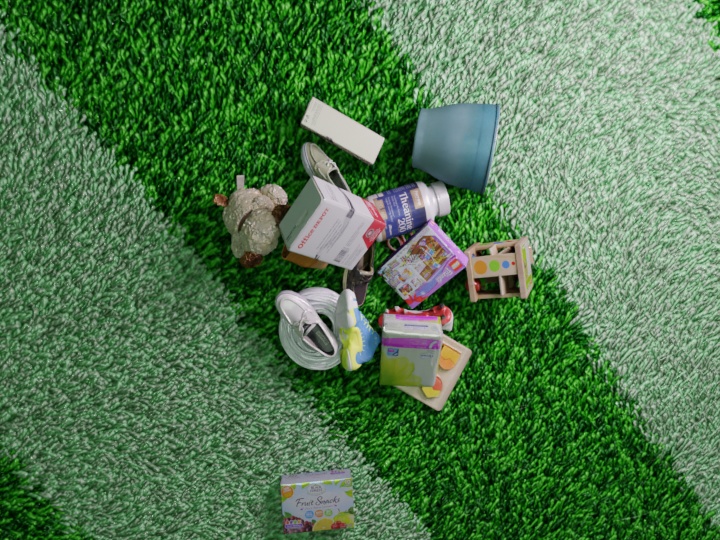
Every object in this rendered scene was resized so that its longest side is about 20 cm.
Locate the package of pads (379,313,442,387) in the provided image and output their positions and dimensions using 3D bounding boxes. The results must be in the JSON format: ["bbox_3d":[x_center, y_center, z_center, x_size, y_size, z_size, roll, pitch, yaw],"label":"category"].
[{"bbox_3d":[0.124,0.200,1.303,0.148,0.069,0.205,3,129,1],"label":"package of pads"}]

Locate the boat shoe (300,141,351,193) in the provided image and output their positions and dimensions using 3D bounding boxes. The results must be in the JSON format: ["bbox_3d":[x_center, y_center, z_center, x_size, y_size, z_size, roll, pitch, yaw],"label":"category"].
[{"bbox_3d":[-0.074,-0.227,1.246,0.062,0.071,0.204,-41,75,44],"label":"boat shoe"}]

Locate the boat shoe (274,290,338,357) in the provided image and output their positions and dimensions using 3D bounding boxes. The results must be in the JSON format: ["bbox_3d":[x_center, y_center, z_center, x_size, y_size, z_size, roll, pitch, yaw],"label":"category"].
[{"bbox_3d":[-0.129,0.132,1.261,0.071,0.066,0.202,-39,103,1],"label":"boat shoe"}]

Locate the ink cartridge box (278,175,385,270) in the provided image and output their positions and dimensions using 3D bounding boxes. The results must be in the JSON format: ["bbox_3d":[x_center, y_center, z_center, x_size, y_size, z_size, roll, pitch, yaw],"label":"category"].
[{"bbox_3d":[-0.062,-0.100,1.166,0.196,0.085,0.145,16,123,-45],"label":"ink cartridge box"}]

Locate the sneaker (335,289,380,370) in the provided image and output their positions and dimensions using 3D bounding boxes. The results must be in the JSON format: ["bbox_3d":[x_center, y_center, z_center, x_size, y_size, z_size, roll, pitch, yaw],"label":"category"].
[{"bbox_3d":[-0.004,0.139,1.288,0.102,0.075,0.208,-10,111,-28],"label":"sneaker"}]

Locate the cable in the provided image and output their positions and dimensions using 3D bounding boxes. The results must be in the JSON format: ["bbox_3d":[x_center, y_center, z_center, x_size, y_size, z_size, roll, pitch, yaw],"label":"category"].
[{"bbox_3d":[-0.110,0.146,1.335,0.191,0.069,0.209,0,100,-7],"label":"cable"}]

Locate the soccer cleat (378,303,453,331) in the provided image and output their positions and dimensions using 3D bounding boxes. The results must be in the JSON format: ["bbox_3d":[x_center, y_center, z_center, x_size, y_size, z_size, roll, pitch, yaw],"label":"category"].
[{"bbox_3d":[0.141,0.134,1.339,0.192,0.071,0.086,-9,140,16],"label":"soccer cleat"}]

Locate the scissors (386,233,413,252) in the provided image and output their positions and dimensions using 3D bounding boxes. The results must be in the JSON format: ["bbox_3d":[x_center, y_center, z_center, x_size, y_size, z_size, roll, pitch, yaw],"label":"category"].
[{"bbox_3d":[0.131,-0.015,1.360,0.071,0.014,0.205,-26,101,-1],"label":"scissors"}]

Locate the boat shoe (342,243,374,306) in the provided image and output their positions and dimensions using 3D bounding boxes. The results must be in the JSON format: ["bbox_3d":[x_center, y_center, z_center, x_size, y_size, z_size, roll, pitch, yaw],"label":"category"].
[{"bbox_3d":[0.000,0.000,1.302,0.072,0.064,0.208,-19,120,-41],"label":"boat shoe"}]

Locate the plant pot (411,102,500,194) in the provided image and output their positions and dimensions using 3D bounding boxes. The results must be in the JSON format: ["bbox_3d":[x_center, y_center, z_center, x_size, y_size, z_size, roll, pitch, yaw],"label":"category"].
[{"bbox_3d":[0.217,-0.297,1.238,0.180,0.200,0.209,10,99,7],"label":"plant pot"}]

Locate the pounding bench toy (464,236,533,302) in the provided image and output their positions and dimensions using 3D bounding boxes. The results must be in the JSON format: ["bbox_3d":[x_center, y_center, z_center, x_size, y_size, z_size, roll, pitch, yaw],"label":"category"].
[{"bbox_3d":[0.351,-0.011,1.335,0.151,0.199,0.129,-6,100,27],"label":"pounding bench toy"}]

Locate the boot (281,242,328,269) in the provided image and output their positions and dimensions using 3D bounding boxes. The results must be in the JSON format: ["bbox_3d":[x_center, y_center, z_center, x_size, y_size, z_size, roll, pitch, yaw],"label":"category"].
[{"bbox_3d":[-0.097,-0.097,1.260,0.142,0.070,0.205,19,106,-51],"label":"boot"}]

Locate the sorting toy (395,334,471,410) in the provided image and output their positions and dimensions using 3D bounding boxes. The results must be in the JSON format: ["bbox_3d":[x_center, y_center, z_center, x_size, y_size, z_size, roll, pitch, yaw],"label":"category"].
[{"bbox_3d":[0.179,0.254,1.399,0.195,0.037,0.190,28,96,-10],"label":"sorting toy"}]

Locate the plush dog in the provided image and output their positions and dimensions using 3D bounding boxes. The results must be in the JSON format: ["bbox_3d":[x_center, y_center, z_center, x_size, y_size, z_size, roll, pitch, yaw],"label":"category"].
[{"bbox_3d":[-0.243,-0.107,1.204,0.203,0.171,0.159,-55,143,4],"label":"plush dog"}]

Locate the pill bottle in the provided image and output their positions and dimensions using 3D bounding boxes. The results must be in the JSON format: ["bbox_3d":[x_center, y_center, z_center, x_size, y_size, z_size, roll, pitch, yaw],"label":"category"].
[{"bbox_3d":[0.116,-0.150,1.286,0.193,0.111,0.115,-17,101,-3],"label":"pill bottle"}]

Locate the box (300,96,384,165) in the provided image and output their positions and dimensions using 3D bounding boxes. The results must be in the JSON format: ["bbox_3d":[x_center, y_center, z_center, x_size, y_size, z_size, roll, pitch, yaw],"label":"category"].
[{"bbox_3d":[-0.044,-0.329,1.255,0.195,0.082,0.070,28,96,-8],"label":"box"}]

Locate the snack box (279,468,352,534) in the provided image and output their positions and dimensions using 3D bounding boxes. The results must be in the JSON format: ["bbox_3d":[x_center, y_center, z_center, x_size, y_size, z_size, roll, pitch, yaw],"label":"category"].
[{"bbox_3d":[-0.116,0.623,1.423,0.191,0.053,0.149,-4,99,-5],"label":"snack box"}]

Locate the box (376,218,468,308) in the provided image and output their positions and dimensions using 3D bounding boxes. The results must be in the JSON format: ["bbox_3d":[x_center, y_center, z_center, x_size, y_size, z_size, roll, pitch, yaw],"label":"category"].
[{"bbox_3d":[0.149,-0.012,1.296,0.137,0.039,0.199,44,126,-7],"label":"box"}]
